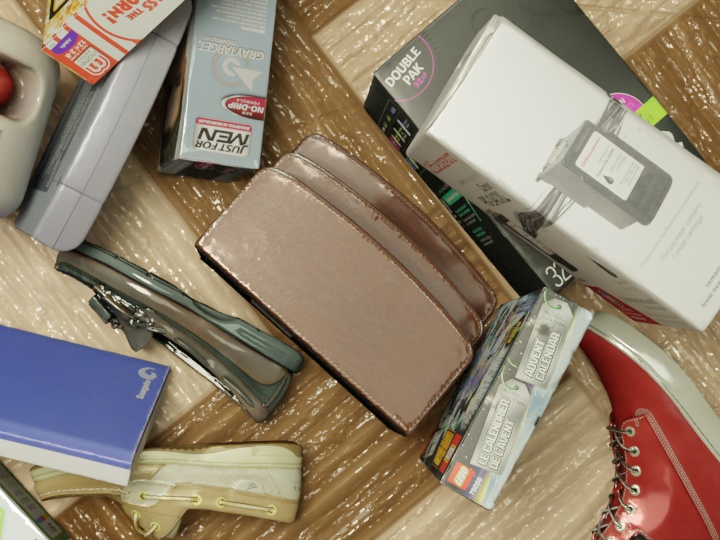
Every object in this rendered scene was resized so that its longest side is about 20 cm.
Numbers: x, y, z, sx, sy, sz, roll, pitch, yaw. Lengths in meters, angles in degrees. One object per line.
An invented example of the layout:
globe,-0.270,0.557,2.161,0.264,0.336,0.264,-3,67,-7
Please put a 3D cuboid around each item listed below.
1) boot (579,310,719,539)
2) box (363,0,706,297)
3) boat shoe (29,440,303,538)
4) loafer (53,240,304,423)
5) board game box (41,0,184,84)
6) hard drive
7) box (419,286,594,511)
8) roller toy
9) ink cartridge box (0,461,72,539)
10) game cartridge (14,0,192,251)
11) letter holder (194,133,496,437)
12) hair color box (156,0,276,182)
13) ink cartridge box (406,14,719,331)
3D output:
boot,0.198,0.142,0.882,0.144,0.072,0.200,-40,94,-3
box,0.119,-0.102,0.860,0.148,0.124,0.200,-40,90,-4
boat shoe,-0.139,0.161,0.854,0.198,0.074,0.067,-2,82,-4
loafer,-0.140,0.044,0.861,0.199,0.072,0.063,27,83,-4
board game box,-0.148,-0.245,0.799,0.151,0.201,0.046,-34,133,28
hard drive,-0.244,0.083,0.825,0.198,0.132,0.026,14,114,-3
box,0.094,0.086,0.810,0.040,0.200,0.138,28,85,2
roller toy,-0.308,-0.113,0.800,0.181,0.200,0.141,17,87,-9
ink cartridge box,-0.283,0.199,0.849,0.104,0.059,0.200,-43,90,-5
game cartridge,-0.184,-0.110,0.836,0.041,0.133,0.202,27,86,-29
letter holder,0.000,0.000,0.860,0.200,0.101,0.142,42,83,-1
hair color box,-0.102,-0.171,0.857,0.060,0.099,0.202,6,86,-18
ink cartridge box,0.131,-0.055,0.725,0.199,0.145,0.084,35,89,-2
